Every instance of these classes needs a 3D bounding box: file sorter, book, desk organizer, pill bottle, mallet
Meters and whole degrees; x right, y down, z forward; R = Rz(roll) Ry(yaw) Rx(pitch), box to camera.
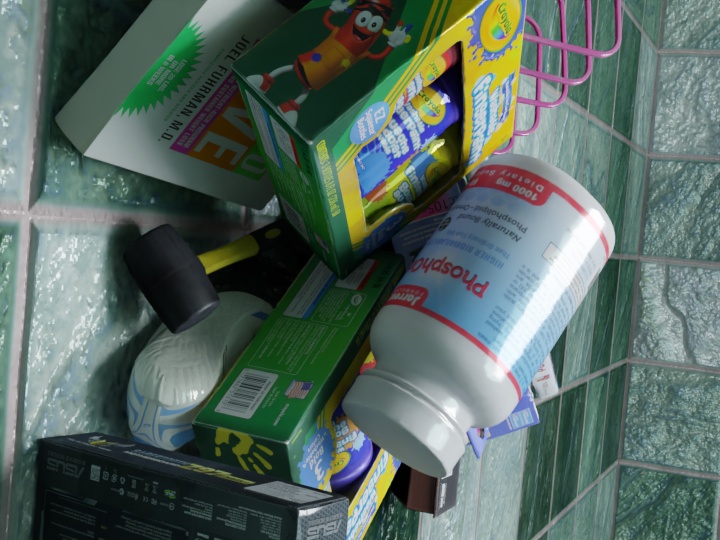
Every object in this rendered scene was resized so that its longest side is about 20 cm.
[{"bbox_3d":[0.125,-0.205,0.958,0.200,0.124,0.140,135,-38,-63],"label":"file sorter"},{"bbox_3d":[-0.084,-0.115,0.697,0.134,0.048,0.200,-47,159,14],"label":"book"},{"bbox_3d":[0.065,0.150,1.164,0.072,0.076,0.202,2,93,-67],"label":"desk organizer"},{"bbox_3d":[0.075,0.030,0.721,0.201,0.108,0.109,-54,147,-19],"label":"pill bottle"},{"bbox_3d":[-0.076,-0.007,0.762,0.199,0.041,0.066,-16,73,-53],"label":"mallet"}]

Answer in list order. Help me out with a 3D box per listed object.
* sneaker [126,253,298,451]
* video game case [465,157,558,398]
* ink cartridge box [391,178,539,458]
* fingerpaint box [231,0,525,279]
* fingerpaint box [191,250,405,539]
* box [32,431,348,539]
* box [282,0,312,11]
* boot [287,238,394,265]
[{"bbox_3d":[-0.103,0.050,0.765,0.200,0.071,0.073,-53,171,-53],"label":"sneaker"},{"bbox_3d":[0.117,-0.014,0.901,0.182,0.023,0.202,60,13,-63],"label":"video game case"},{"bbox_3d":[0.085,0.047,0.881,0.137,0.076,0.201,64,9,-52],"label":"ink cartridge box"},{"bbox_3d":[0.020,-0.104,0.693,0.167,0.073,0.200,-40,161,-12],"label":"fingerpaint box"},{"bbox_3d":[-0.026,0.107,0.775,0.200,0.073,0.168,-56,147,-47],"label":"fingerpaint box"},{"bbox_3d":[-0.104,0.186,0.612,0.051,0.199,0.159,4,91,-55],"label":"box"},{"bbox_3d":[-0.015,-0.266,0.719,0.184,0.104,0.202,11,87,-66],"label":"box"},{"bbox_3d":[0.003,0.000,0.976,0.211,0.079,0.159,-42,133,-59],"label":"boot"}]
